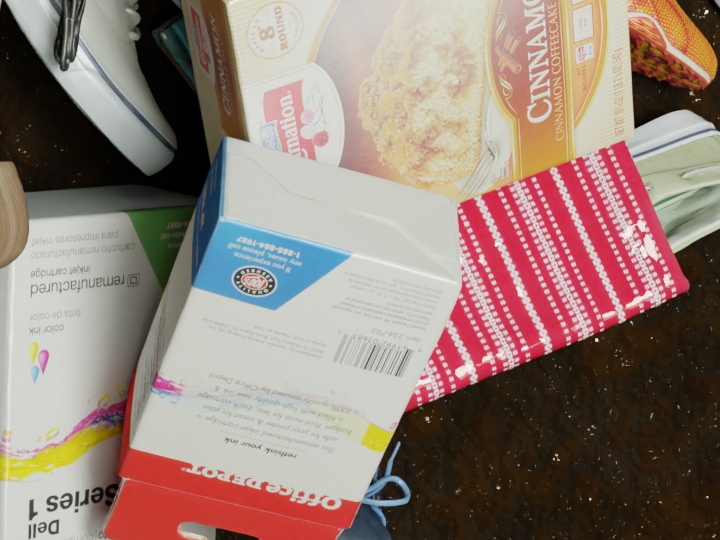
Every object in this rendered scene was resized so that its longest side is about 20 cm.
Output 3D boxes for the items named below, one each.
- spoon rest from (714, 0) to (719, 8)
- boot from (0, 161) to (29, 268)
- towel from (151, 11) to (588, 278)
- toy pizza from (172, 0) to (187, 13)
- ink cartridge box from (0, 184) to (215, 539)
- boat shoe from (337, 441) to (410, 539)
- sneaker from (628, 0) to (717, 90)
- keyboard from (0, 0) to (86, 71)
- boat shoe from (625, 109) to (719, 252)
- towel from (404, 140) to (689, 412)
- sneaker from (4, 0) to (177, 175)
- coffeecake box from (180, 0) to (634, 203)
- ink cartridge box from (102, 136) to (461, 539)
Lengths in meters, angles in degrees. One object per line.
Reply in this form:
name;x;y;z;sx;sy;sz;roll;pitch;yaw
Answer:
spoon rest;0.272;-0.146;1.325;0.099;0.061;0.200;-44;99;-10
boot;-0.216;-0.084;0.991;0.076;0.155;0.201;-18;87;12
towel;0.009;-0.086;1.198;0.146;0.022;0.200;-37;88;-15
toy pizza;-0.086;-0.212;1.117;0.032;0.200;0.201;-9;109;24
ink cartridge box;-0.145;0.064;1.152;0.144;0.084;0.201;-7;104;-46
boat shoe;-0.007;0.141;1.255;0.084;0.069;0.201;-13;105;-19
sneaker;0.131;-0.171;1.250;0.200;0.073;0.077;41;75;-26
keyboard;-0.180;-0.149;1.095;0.127;0.021;0.201;12;91;-13
boat shoe;0.135;-0.028;1.254;0.200;0.062;0.072;-31;139;-27
towel;0.055;-0.019;1.175;0.199;0.022;0.145;-22;86;-16
sneaker;-0.139;-0.140;1.144;0.071;0.073;0.200;-33;110;-2
coffeecake box;0.024;-0.108;1.092;0.199;0.073;0.154;-21;130;-16
ink cartridge box;-0.041;0.047;1.077;0.116;0.067;0.200;15;126;-13
